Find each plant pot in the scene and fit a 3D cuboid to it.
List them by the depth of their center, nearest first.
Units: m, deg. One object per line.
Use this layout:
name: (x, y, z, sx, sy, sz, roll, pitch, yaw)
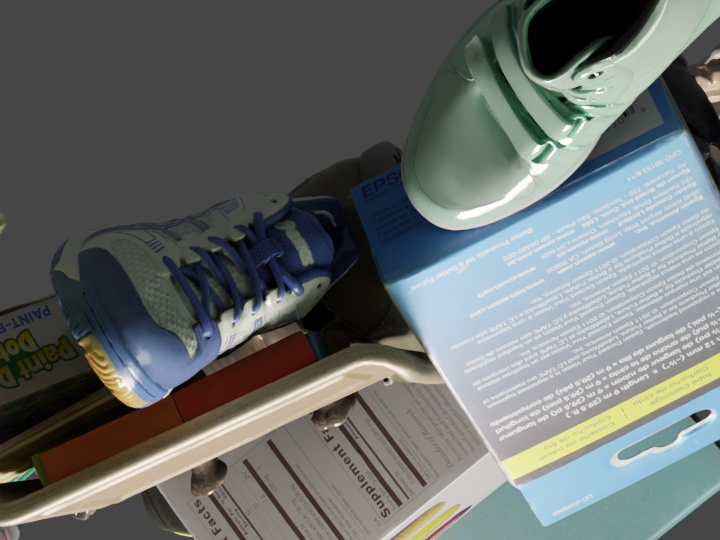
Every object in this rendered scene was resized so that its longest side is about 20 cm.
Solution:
plant pot: (0.086, 0.117, 1.657, 0.200, 0.141, 0.141, -42, -175, 4)

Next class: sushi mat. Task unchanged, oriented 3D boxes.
sushi mat: (-0.160, 0.087, 1.304, 0.199, 0.012, 0.096, -28, 171, -1)

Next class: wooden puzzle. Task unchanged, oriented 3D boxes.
wooden puzzle: (-0.065, 0.065, 1.290, 0.199, 0.037, 0.185, -20, 175, 5)

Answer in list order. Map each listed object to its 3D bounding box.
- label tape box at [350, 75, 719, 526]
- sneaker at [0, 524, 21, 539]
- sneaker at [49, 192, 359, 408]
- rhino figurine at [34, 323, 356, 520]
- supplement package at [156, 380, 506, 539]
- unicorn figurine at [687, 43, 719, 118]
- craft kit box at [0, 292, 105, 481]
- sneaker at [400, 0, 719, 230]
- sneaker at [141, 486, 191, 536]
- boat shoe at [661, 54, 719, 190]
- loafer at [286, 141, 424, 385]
label tape box: (0.101, 0.011, 1.295, 0.143, 0.066, 0.200, -27, 138, 6)
sneaker: (-0.221, 0.165, 1.595, 0.070, 0.082, 0.200, -32, 171, 8)
sneaker: (-0.060, -0.002, 1.202, 0.088, 0.076, 0.200, -27, -178, 16)
rhino figurine: (-0.091, 0.063, 1.458, 0.199, 0.088, 0.060, -29, -150, 9)
supplement package: (0.008, 0.087, 1.537, 0.200, 0.110, 0.114, -40, 166, 8)
unicorn figurine: (0.196, -0.072, 1.580, 0.137, 0.074, 0.200, -34, 143, 13)
craft kit box: (-0.201, 0.077, 1.305, 0.197, 0.049, 0.200, -19, 167, -36)
sneaker: (0.064, -0.080, 1.130, 0.200, 0.074, 0.118, -44, 169, 31)
sneaker: (-0.030, 0.092, 1.658, 0.199, 0.078, 0.090, -28, 174, -5)
boat shoe: (0.111, -0.008, 1.383, 0.074, 0.093, 0.201, -1, 127, -36)
loafer: (0.000, 0.000, 1.376, 0.069, 0.076, 0.200, -12, 153, 4)
